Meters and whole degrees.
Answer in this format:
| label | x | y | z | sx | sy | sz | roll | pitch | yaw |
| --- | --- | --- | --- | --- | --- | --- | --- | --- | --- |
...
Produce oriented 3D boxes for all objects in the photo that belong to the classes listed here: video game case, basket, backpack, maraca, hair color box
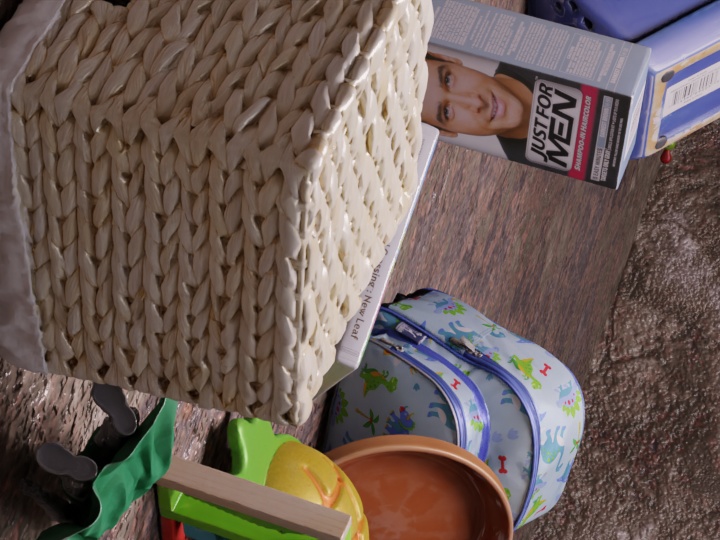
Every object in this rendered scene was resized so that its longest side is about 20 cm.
| label | x | y | z | sx | sy | sz | roll | pitch | yaw |
| --- | --- | --- | --- | --- | --- | --- | --- | --- | --- |
| video game case | 0.000 | 0.000 | 1.574 | 0.200 | 0.022 | 0.183 | 135 | -25 | -74 |
| basket | -0.068 | -0.061 | 1.019 | 0.201 | 0.160 | 0.199 | 95 | 16 | -48 |
| backpack | 0.073 | 0.134 | 1.805 | 0.147 | 0.199 | 0.184 | -22 | 131 | -53 |
| maraca | -0.056 | 0.177 | 1.520 | 0.200 | 0.106 | 0.138 | 59 | 29 | -51 |
| hair color box | 0.111 | -0.139 | 1.614 | 0.099 | 0.198 | 0.061 | 93 | 18 | -48 |

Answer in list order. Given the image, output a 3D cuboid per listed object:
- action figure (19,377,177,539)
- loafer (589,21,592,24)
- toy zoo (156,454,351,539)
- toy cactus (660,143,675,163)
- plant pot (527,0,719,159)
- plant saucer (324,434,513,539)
| label | x | y | z | sx | sy | sz | roll | pitch | yaw |
| --- | --- | --- | --- | --- | --- | --- | --- | --- | --- |
| action figure | -0.137 | 0.106 | 1.133 | 0.118 | 0.055 | 0.200 | -48 | 174 | -15 |
| loafer | 0.222 | -0.284 | 2.293 | 0.071 | 0.063 | 0.201 | -20 | 140 | -20 |
| toy zoo | -0.069 | 0.204 | 1.426 | 0.201 | 0.130 | 0.021 | 92 | 20 | -51 |
| toy cactus | 0.552 | -0.295 | 3.683 | 0.200 | 0.102 | 0.166 | -54 | 149 | -34 |
| plant pot | 0.297 | -0.243 | 2.177 | 0.199 | 0.180 | 0.201 | -27 | 151 | -16 |
| plant saucer | 0.023 | 0.209 | 1.725 | 0.032 | 0.198 | 0.202 | -102 | -164 | -53 |
